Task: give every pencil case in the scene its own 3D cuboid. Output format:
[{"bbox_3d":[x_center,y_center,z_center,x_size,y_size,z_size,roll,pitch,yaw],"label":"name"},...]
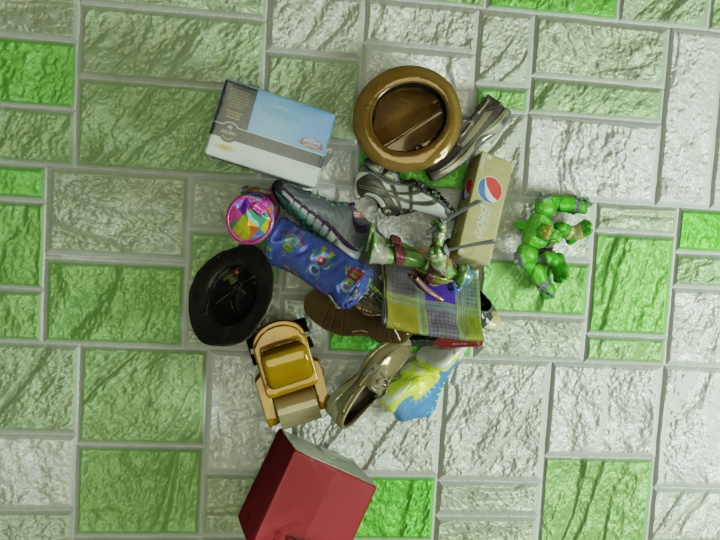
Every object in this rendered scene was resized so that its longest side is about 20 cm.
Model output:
[{"bbox_3d":[-0.182,-0.099,1.520,0.087,0.200,0.090,0,102,-2],"label":"pencil case"},{"bbox_3d":[-0.075,-0.009,1.512,0.199,0.078,0.087,32,74,13],"label":"pencil case"}]

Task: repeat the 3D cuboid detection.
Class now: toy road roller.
[{"bbox_3d":[-0.128,0.188,1.575,0.121,0.146,0.203,-17,97,-6],"label":"toy road roller"}]

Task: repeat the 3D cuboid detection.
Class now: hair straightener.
[{"bbox_3d":[0.129,0.111,1.651,0.197,0.078,0.041,-7,141,12],"label":"hair straightener"}]

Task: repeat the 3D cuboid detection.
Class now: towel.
[{"bbox_3d":[0.125,0.051,1.565,0.197,0.023,0.145,12,57,-15],"label":"towel"}]

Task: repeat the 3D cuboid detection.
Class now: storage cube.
[{"bbox_3d":[-0.099,0.410,1.577,0.169,0.200,0.182,26,87,-13],"label":"storage cube"}]

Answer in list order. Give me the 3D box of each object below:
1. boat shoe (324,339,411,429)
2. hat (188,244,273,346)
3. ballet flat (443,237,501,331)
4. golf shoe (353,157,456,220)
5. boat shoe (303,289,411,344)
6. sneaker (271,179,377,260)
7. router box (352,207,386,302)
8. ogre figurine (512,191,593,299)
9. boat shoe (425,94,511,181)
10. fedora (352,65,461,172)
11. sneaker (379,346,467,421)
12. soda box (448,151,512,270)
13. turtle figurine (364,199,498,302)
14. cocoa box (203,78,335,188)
[{"bbox_3d":[0.025,0.202,1.591,0.200,0.065,0.072,-43,132,-5],"label":"boat shoe"},{"bbox_3d":[-0.213,0.058,1.565,0.201,0.200,0.081,-47,139,-2],"label":"hat"},{"bbox_3d":[0.202,0.030,1.647,0.057,0.067,0.201,-33,98,32],"label":"ballet flat"},{"bbox_3d":[0.080,-0.128,1.617,0.198,0.078,0.095,29,100,3],"label":"golf shoe"},{"bbox_3d":[-0.005,0.078,1.570,0.197,0.063,0.074,19,109,-6],"label":"boat shoe"},{"bbox_3d":[-0.063,-0.106,1.544,0.200,0.074,0.088,42,79,-16],"label":"sneaker"},{"bbox_3d":[0.000,0.000,1.619,0.200,0.062,0.150,43,89,-10],"label":"router box"},{"bbox_3d":[0.352,-0.057,1.656,0.119,0.098,0.201,23,107,-27],"label":"ogre figurine"},{"bbox_3d":[0.187,-0.244,1.628,0.200,0.074,0.073,-42,90,-12],"label":"boat shoe"},{"bbox_3d":[0.082,-0.267,1.592,0.197,0.082,0.204,0,88,-5],"label":"fedora"},{"bbox_3d":[0.127,0.209,1.664,0.199,0.076,0.106,-33,125,-11],"label":"sneaker"},{"bbox_3d":[0.216,-0.107,1.614,0.067,0.064,0.203,19,76,-13],"label":"soda box"},{"bbox_3d":[0.112,-0.055,1.497,0.191,0.201,0.145,10,51,-8],"label":"turtle figurine"},{"bbox_3d":[-0.158,-0.234,1.537,0.197,0.133,0.133,16,92,-10],"label":"cocoa box"}]
